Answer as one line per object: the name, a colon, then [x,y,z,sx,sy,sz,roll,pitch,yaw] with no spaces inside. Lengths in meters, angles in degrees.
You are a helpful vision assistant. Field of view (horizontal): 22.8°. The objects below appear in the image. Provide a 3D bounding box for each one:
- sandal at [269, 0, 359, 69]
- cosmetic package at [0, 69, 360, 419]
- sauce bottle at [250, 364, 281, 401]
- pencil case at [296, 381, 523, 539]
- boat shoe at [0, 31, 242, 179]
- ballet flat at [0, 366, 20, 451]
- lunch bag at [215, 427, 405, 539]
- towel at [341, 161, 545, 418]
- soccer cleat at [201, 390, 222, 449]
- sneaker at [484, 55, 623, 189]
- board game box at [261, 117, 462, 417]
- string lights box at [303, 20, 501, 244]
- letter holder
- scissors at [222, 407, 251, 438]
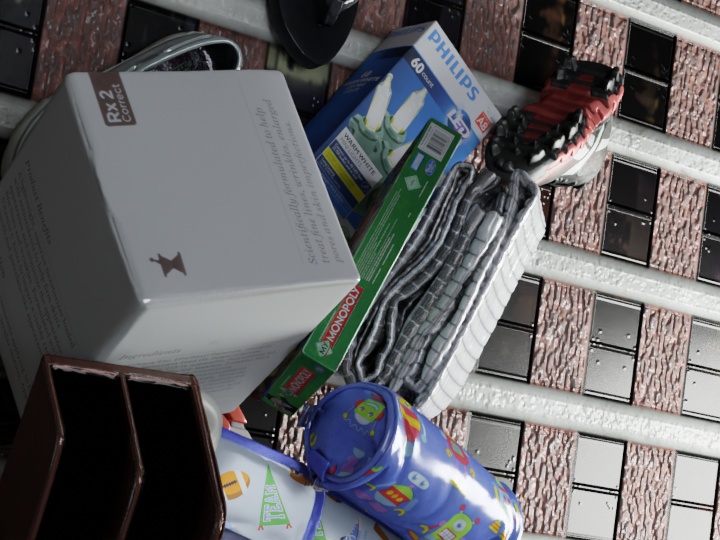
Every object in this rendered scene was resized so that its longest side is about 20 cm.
sandal: [-0.014,-0.254,1.395,0.076,0.043,0.201,31,71,-32]
cosmetic package: [-0.135,-0.010,1.174,0.164,0.200,0.165,-6,65,-36]
sauce bottle: [-0.079,-0.005,1.330,0.065,0.065,0.201,-20,99,-35]
pencil case: [0.037,0.152,1.264,0.087,0.078,0.200,-44,134,5]
boat shoe: [-0.165,-0.113,1.262,0.201,0.071,0.070,-40,111,-30]
ballet flat: [-0.248,0.093,1.207,0.199,0.057,0.067,-3,90,-36]
lunch bag: [-0.079,0.219,1.270,0.200,0.124,0.171,38,68,-40]
towel: [0.061,0.014,1.351,0.085,0.166,0.201,28,87,10]
soccer cleat: [-0.163,0.142,1.201,0.069,0.200,0.078,39,21,-9]
sneaker: [0.160,-0.100,1.480,0.200,0.071,0.098,-44,146,-50]
board game box: [0.000,0.000,1.268,0.029,0.135,0.200,31,67,-5]
string lights box: [0.013,-0.092,1.400,0.200,0.059,0.103,-50,115,-26]
letter holder: [-0.164,0.177,1.077,0.100,0.142,0.201,10,121,-23]
scissors: [-0.089,0.120,1.349,0.200,0.014,0.073,48,64,-25]
